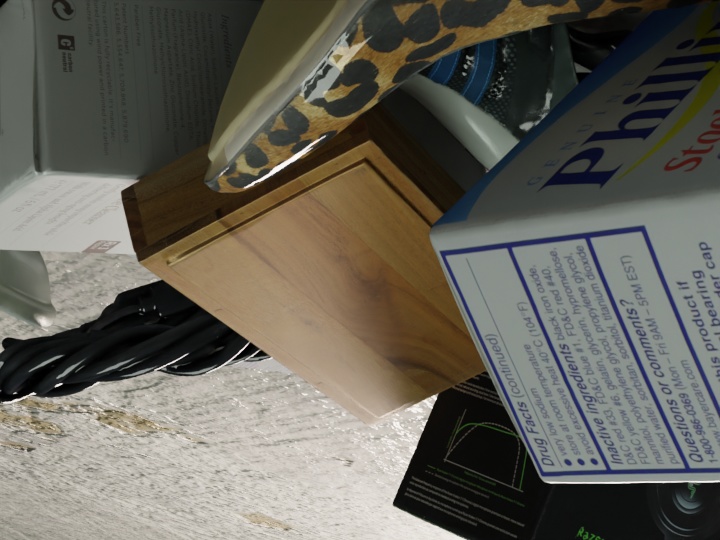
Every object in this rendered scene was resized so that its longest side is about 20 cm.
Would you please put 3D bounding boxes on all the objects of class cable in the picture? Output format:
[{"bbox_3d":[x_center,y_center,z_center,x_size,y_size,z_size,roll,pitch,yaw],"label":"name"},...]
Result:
[{"bbox_3d":[-0.108,0.040,1.024,0.198,0.051,0.163,-16,-170,-28],"label":"cable"}]

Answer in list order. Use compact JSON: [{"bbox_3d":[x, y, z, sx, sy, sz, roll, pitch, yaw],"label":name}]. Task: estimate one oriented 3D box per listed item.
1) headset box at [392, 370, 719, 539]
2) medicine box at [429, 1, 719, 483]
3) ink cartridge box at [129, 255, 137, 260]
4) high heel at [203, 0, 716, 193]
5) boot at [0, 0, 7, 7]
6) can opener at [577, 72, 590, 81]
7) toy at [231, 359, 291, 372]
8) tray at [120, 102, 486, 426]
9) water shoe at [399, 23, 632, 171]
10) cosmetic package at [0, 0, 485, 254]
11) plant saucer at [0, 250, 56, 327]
[{"bbox_3d":[0.135,0.055,0.881,0.173,0.202,0.092,30,171,-40],"label":"headset box"},{"bbox_3d":[0.157,-0.026,0.605,0.199,0.182,0.104,-6,118,44],"label":"medicine box"},{"bbox_3d":[-0.103,-0.055,0.949,0.161,0.051,0.200,-4,151,42],"label":"ink cartridge box"},{"bbox_3d":[0.049,-0.074,0.622,0.142,0.072,0.200,27,119,-28],"label":"high heel"},{"bbox_3d":[-0.177,-0.145,0.688,0.150,0.074,0.199,-7,148,45],"label":"boot"},{"bbox_3d":[0.171,-0.050,0.754,0.198,0.079,0.063,16,172,18],"label":"can opener"},{"bbox_3d":[0.025,0.044,1.138,0.198,0.048,0.115,9,169,-11],"label":"toy"},{"bbox_3d":[0.000,0.000,0.745,0.098,0.037,0.200,-26,150,15],"label":"tray"},{"bbox_3d":[0.036,-0.105,0.700,0.079,0.072,0.199,-33,137,26],"label":"water shoe"},{"bbox_3d":[-0.060,-0.056,0.765,0.198,0.082,0.113,3,165,-29],"label":"cosmetic package"},{"bbox_3d":[-0.235,-0.043,0.987,0.199,0.050,0.200,33,179,1],"label":"plant saucer"}]
